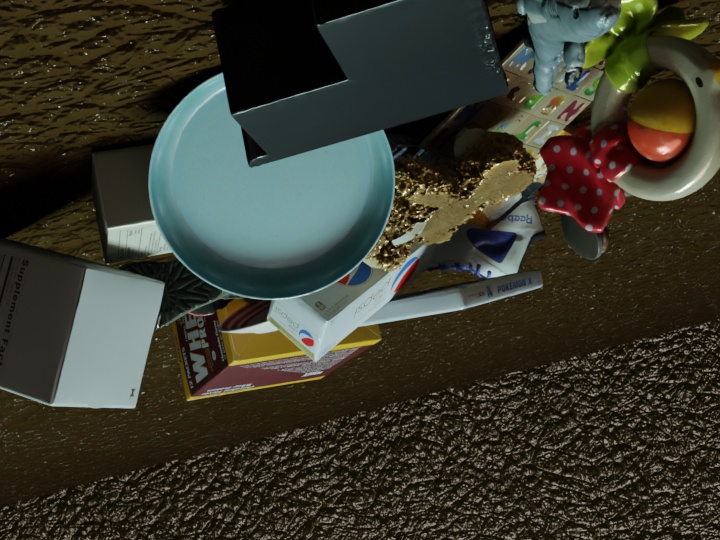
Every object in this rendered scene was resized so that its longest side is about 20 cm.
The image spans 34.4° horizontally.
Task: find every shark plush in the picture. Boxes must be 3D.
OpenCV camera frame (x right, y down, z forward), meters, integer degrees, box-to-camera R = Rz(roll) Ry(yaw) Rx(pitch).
[{"bbox_3d":[0.145,-0.177,0.868,0.089,0.085,0.200,-10,166,-17],"label":"shark plush"}]

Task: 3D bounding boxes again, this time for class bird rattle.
[{"bbox_3d":[0.224,-0.122,0.943,0.111,0.203,0.162,4,-162,-40],"label":"bird rattle"}]

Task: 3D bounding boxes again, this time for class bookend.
[{"bbox_3d":[-0.017,-0.163,0.748,0.197,0.094,0.199,-15,165,10],"label":"bookend"}]

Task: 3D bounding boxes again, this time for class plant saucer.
[{"bbox_3d":[-0.071,-0.072,0.937,0.197,0.203,0.028,-14,-153,0],"label":"plant saucer"}]

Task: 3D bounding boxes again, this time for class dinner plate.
[{"bbox_3d":[-0.060,0.031,1.258,0.197,0.025,0.200,-22,-173,3],"label":"dinner plate"}]

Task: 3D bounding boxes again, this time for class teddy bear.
[{"bbox_3d":[0.056,-0.066,1.019,0.144,0.068,0.200,8,143,-43],"label":"teddy bear"}]

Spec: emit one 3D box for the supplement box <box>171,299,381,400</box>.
[{"bbox_3d":[-0.112,0.062,1.448,0.194,0.135,0.200,-7,164,-27],"label":"supplement box"}]

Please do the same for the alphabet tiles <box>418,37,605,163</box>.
[{"bbox_3d":[0.143,-0.143,1.037,0.200,0.006,0.165,-44,152,28],"label":"alphabet tiles"}]

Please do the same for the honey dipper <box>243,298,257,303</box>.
[{"bbox_3d":[-0.046,-0.015,1.314,0.198,0.038,0.038,-27,169,-10],"label":"honey dipper"}]

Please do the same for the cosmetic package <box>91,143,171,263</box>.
[{"bbox_3d":[-0.135,-0.069,1.035,0.197,0.074,0.104,-9,166,-17],"label":"cosmetic package"}]

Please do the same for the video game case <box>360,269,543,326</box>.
[{"bbox_3d":[0.069,0.033,1.239,0.198,0.022,0.181,-11,180,35],"label":"video game case"}]

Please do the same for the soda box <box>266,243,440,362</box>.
[{"bbox_3d":[0.000,0.000,1.135,0.199,0.068,0.064,-38,158,-40],"label":"soda box"}]

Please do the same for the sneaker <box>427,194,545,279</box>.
[{"bbox_3d":[0.128,-0.021,1.325,0.197,0.117,0.081,-26,180,5],"label":"sneaker"}]

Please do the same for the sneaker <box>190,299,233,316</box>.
[{"bbox_3d":[-0.119,-0.026,1.278,0.198,0.075,0.087,-24,-155,-7],"label":"sneaker"}]

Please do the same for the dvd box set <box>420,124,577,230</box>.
[{"bbox_3d":[0.135,-0.107,1.160,0.146,0.030,0.199,-41,157,19],"label":"dvd box set"}]

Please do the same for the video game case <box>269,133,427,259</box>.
[{"bbox_3d":[-0.002,-0.071,1.064,0.143,0.019,0.200,-43,175,13],"label":"video game case"}]

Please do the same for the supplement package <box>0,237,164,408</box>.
[{"bbox_3d":[-0.297,0.040,1.037,0.197,0.122,0.121,14,178,25],"label":"supplement package"}]

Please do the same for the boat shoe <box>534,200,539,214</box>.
[{"bbox_3d":[0.118,-0.049,1.397,0.197,0.060,0.072,-15,167,2],"label":"boat shoe"}]

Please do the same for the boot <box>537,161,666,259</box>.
[{"bbox_3d":[0.305,-0.090,1.251,0.197,0.187,0.065,-9,128,-7],"label":"boot"}]

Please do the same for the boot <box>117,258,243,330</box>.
[{"bbox_3d":[-0.130,0.005,1.164,0.180,0.074,0.199,-9,-174,33],"label":"boot"}]
